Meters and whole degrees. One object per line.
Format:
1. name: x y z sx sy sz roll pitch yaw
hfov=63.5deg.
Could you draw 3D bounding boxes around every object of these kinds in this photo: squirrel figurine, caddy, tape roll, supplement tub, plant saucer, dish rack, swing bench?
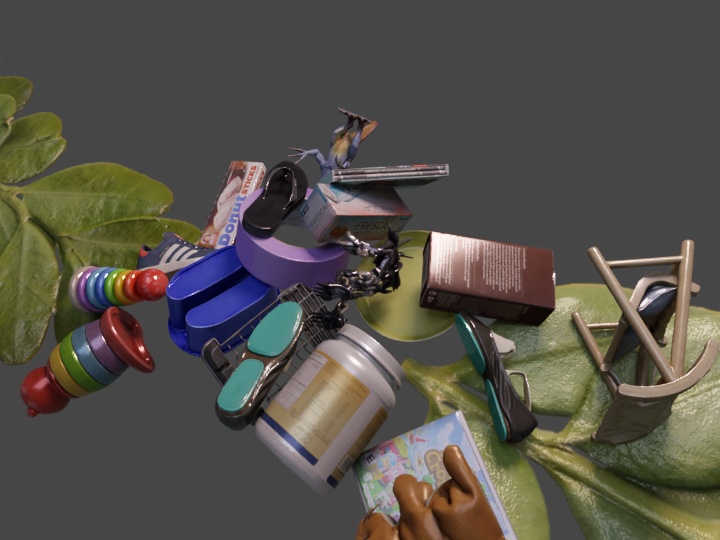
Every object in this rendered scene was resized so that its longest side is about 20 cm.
1. squirrel figurine: 0.085 0.347 0.697 0.184 0.142 0.202 -28 57 3
2. caddy: -0.225 0.054 0.964 0.198 0.106 0.141 -31 61 -26
3. tape roll: -0.109 -0.059 0.976 0.195 0.067 0.203 12 41 -10
4. supplement tub: -0.039 0.193 0.826 0.143 0.145 0.201 33 71 26
5. plant saucer: 0.086 0.027 0.959 0.195 0.031 0.204 -5 61 8
6. dish rack: -0.125 0.124 0.898 0.199 0.054 0.155 -38 101 -20
7. swing bench: 0.364 0.102 0.760 0.126 0.200 0.204 -4 60 9

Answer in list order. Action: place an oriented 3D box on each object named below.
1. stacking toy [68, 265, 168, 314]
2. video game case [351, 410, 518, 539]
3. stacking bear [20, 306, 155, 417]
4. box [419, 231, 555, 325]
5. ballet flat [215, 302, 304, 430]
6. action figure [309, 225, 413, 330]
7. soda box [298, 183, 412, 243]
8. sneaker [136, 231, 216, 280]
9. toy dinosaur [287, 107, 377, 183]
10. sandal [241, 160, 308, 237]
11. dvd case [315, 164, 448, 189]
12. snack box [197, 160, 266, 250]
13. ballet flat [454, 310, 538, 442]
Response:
1. stacking toy: -0.407 0.030 1.004 0.196 0.086 0.087 -4 58 27
2. video game case: 0.097 0.320 0.797 0.178 0.022 0.203 -22 59 -1
3. stacking bear: -0.463 0.161 0.960 0.198 0.114 0.122 -34 59 -3
4. box: 0.192 0.012 0.893 0.195 0.075 0.102 9 62 0
5. ballet flat: -0.138 0.134 0.814 0.067 0.069 0.201 17 49 19
6. action figure: 0.000 0.000 0.889 0.100 0.121 0.199 21 40 29
7. soda box: -0.003 -0.093 0.953 0.064 0.198 0.069 -49 64 31
8. sneaker: -0.313 -0.032 1.047 0.195 0.075 0.087 -9 71 7
9. toy dinosaur: -0.033 -0.200 1.091 0.104 0.198 0.185 30 108 36
10. sandal: -0.133 -0.127 0.959 0.074 0.043 0.202 17 40 -2
11. dvd case: 0.032 -0.153 0.982 0.195 0.146 0.023 -4 91 -16
12. snack box: -0.245 -0.122 1.117 0.070 0.024 0.204 7 63 16
13. ballet flat: 0.202 0.147 0.853 0.067 0.068 0.204 -15 69 -9
